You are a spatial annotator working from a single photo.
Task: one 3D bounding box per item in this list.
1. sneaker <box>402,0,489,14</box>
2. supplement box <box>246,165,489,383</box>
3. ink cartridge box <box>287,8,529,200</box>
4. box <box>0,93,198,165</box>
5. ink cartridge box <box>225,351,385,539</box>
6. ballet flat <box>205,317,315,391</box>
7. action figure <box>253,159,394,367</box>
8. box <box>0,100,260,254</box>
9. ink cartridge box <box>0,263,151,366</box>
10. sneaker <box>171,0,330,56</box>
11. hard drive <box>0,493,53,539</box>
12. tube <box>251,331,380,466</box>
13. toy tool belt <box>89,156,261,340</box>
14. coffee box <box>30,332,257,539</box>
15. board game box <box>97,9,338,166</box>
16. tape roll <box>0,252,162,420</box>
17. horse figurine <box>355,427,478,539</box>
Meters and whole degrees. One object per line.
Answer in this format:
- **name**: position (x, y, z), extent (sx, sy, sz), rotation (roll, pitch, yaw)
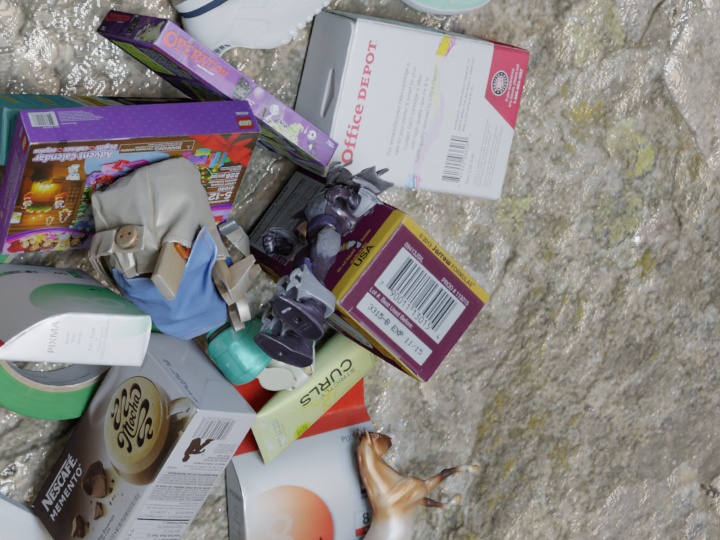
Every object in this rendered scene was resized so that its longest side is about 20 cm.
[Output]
- **sneaker**: position (0.068, -0.291, 1.617), extent (0.199, 0.118, 0.074), rotation (18, 75, -33)
- **supplement box**: position (0.000, 0.000, 1.620), extent (0.131, 0.200, 0.103), rotation (42, 83, -32)
- **ink cartridge box**: position (0.045, -0.154, 1.670), extent (0.199, 0.086, 0.149), rotation (7, 101, -30)
- **box**: position (-0.222, -0.119, 1.525), extent (0.199, 0.082, 0.050), rotation (-2, 105, -30)
- **ink cartridge box**: position (-0.050, 0.184, 1.736), extent (0.161, 0.050, 0.202), rotation (-12, 113, -28)
- **ballet flat**: position (-0.079, 0.078, 1.619), extent (0.067, 0.200, 0.071), rotation (-35, 79, 15)
- **action figure**: position (-0.035, -0.022, 1.502), extent (0.069, 0.130, 0.201), rotation (30, 48, -17)
- **box**: position (-0.194, -0.077, 1.480), extent (0.199, 0.039, 0.137), rotation (-6, 144, -27)
- **ink cartridge box**: position (-0.288, 0.031, 1.428), extent (0.199, 0.161, 0.051), rotation (7, 101, -31)
- **sneaker**: position (-0.062, -0.244, 1.560), extent (0.199, 0.077, 0.081), rotation (-19, 117, 13)
- **hard drive**: position (-0.340, 0.266, 1.603), extent (0.200, 0.027, 0.132), rotation (34, 86, -33)
- **tube**: position (-0.028, 0.099, 1.707), extent (0.200, 0.052, 0.058), rotation (-43, 105, -21)
- **toy tool belt**: position (-0.145, 0.007, 1.480), extent (0.124, 0.123, 0.200), rotation (-26, 149, 5)
- **coffee box**: position (-0.192, 0.168, 1.570), extent (0.080, 0.113, 0.201), rotation (10, 119, -49)
- **board game box**: position (-0.123, -0.157, 1.551), extent (0.200, 0.120, 0.032), rotation (35, 86, -34)
- **tape roll**: position (-0.263, 0.028, 1.565), extent (0.199, 0.048, 0.202), rotation (-9, 109, -28)
- **horse figurine**: position (0.042, 0.258, 1.759), extent (0.132, 0.050, 0.202), rotation (6, 99, -34)
